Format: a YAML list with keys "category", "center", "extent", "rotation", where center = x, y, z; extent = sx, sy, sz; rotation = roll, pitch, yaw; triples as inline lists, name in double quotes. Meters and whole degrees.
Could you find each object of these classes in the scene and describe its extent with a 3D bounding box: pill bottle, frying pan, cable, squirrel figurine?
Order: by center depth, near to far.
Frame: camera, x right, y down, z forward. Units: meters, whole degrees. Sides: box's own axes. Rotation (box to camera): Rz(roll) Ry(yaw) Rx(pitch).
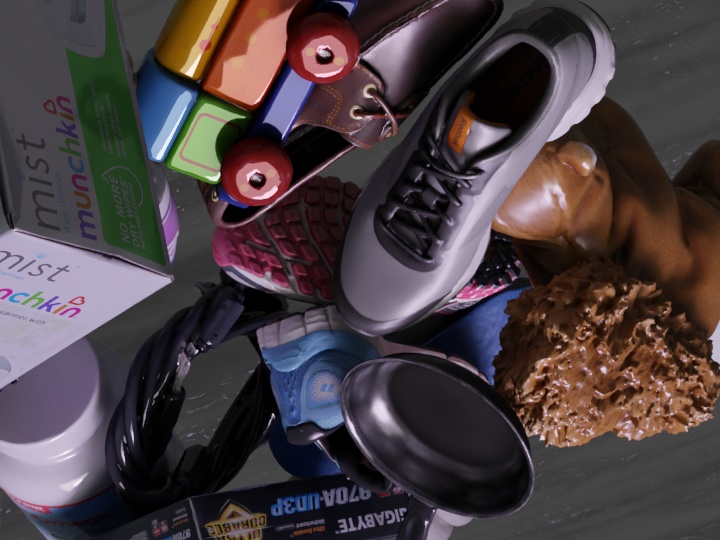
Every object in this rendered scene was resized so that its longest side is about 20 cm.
- category: "frying pan"
  center: [0.051, 0.112, 1.122]
  extent: [0.115, 0.031, 0.190]
  rotation: [11, 137, 31]
- category: "squirrel figurine"
  center: [0.125, -0.006, 1.135]
  extent: [0.141, 0.201, 0.187]
  rotation: [-17, 152, 23]
- category: "cable"
  center: [-0.088, 0.086, 1.279]
  extent: [0.051, 0.164, 0.200]
  rotation: [25, 161, 18]
- category: "pill bottle"
  center: [-0.176, 0.107, 1.310]
  extent: [0.108, 0.109, 0.200]
  rotation: [-15, 153, 3]

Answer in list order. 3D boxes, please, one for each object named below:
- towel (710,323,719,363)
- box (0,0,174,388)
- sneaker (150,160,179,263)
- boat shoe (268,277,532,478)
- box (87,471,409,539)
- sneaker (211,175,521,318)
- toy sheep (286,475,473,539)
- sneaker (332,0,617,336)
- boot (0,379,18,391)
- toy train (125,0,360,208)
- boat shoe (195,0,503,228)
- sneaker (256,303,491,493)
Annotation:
- category: "towel"
  center: [0.261, 0.020, 1.413]
  extent: [0.170, 0.048, 0.200]
  rotation: [-10, 153, -6]
- category: "box"
  center: [-0.187, -0.055, 0.892]
  extent: [0.176, 0.201, 0.097]
  rotation: [-31, 149, 29]
- category: "sneaker"
  center: [-0.195, 0.001, 1.142]
  extent: [0.200, 0.073, 0.114]
  rotation: [-11, 158, -4]
- category: "boat shoe"
  center: [0.037, 0.072, 1.323]
  extent: [0.199, 0.084, 0.069]
  rotation: [-24, -168, 8]
- category: "box"
  center: [-0.088, 0.169, 1.263]
  extent: [0.159, 0.046, 0.200]
  rotation: [-4, 164, -41]
- category: "sneaker"
  center: [0.000, 0.000, 1.218]
  extent: [0.199, 0.081, 0.075]
  rotation: [7, 149, -36]
- category: "toy sheep"
  center: [0.031, 0.127, 1.426]
  extent: [0.199, 0.138, 0.138]
  rotation: [-25, 152, 11]
- category: "sneaker"
  center: [0.045, -0.052, 1.041]
  extent: [0.200, 0.074, 0.079]
  rotation: [-55, 167, 18]
- category: "boot"
  center: [-0.235, 0.058, 1.129]
  extent: [0.097, 0.075, 0.200]
  rotation: [-45, -175, 1]
- category: "toy train"
  center: [-0.056, -0.134, 0.956]
  extent: [0.115, 0.085, 0.200]
  rotation: [19, 118, -21]
- category: "boat shoe"
  center: [-0.005, -0.089, 1.056]
  extent: [0.200, 0.071, 0.070]
  rotation: [-33, 143, 31]
- category: "sneaker"
  center: [0.011, 0.090, 1.208]
  extent: [0.078, 0.090, 0.200]
  rotation: [-20, 152, 34]
